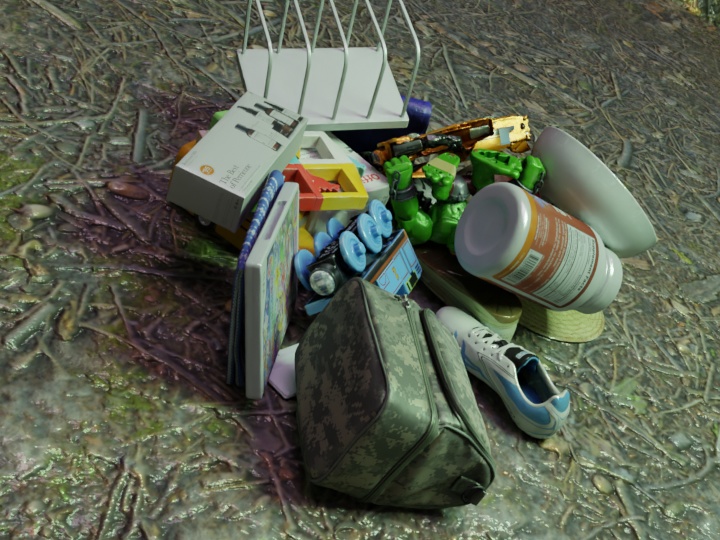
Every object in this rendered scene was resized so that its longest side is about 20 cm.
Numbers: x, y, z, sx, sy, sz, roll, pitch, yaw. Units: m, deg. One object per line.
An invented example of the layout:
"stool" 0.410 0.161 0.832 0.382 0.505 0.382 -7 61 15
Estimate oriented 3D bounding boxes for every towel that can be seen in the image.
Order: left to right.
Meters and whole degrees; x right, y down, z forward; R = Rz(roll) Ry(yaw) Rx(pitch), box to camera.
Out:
"towel" -0.104 0.003 1.111 0.024 0.146 0.201 8 33 2
"towel" -0.007 -0.212 1.482 0.198 0.148 0.050 14 65 -3

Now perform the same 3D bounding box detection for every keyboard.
"keyboard" -0.028 0.090 1.164 0.199 0.011 0.056 -18 56 -47

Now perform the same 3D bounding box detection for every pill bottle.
"pill bottle" 0.214 -0.018 1.277 0.199 0.112 0.113 23 27 -36

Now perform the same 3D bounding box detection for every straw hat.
"straw hat" 0.249 -0.005 1.418 0.199 0.086 0.202 18 32 -12

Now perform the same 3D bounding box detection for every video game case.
"video game case" -0.087 0.015 1.093 0.018 0.145 0.200 5 27 5

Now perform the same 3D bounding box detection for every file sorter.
"file sorter" -0.039 -0.265 1.344 0.198 0.125 0.140 -4 53 -18

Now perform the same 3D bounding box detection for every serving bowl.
"serving bowl" 0.279 -0.086 1.373 0.200 0.066 0.200 49 0 -1

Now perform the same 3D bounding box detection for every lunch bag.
"lunch bag" 0.039 0.124 1.048 0.167 0.140 0.201 27 28 -28

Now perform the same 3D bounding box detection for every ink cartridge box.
"ink cartridge box" -0.081 -0.120 1.363 0.200 0.085 0.145 41 36 25

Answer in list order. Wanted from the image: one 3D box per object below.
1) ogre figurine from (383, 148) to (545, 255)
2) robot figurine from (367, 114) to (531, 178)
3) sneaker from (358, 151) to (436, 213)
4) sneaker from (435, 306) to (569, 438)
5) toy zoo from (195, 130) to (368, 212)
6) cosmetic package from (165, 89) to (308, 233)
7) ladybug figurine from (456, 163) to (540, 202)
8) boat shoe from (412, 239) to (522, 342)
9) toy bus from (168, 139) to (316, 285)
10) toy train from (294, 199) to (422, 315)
"ogre figurine" 0.120 -0.084 1.319 0.199 0.121 0.098 -18 47 -32
"robot figurine" 0.109 -0.154 1.380 0.198 0.059 0.145 -15 4 -18
"sneaker" 0.080 -0.098 1.458 0.090 0.067 0.200 -12 45 -41
"sneaker" 0.158 0.100 1.217 0.071 0.073 0.200 -12 46 -42
"toy zoo" -0.078 -0.117 1.263 0.198 0.021 0.132 -3 43 -32
"cosmetic package" -0.129 -0.124 1.182 0.082 0.051 0.200 23 36 3
"ladybug figurine" 0.190 -0.101 1.489 0.135 0.072 0.200 31 11 24
"boat shoe" 0.118 0.020 1.333 0.073 0.064 0.200 -19 44 -34
"toy bus" -0.126 -0.068 1.261 0.199 0.079 0.065 34 33 15
"toy train" 0.000 0.000 1.203 0.115 0.086 0.200 62 25 -12
